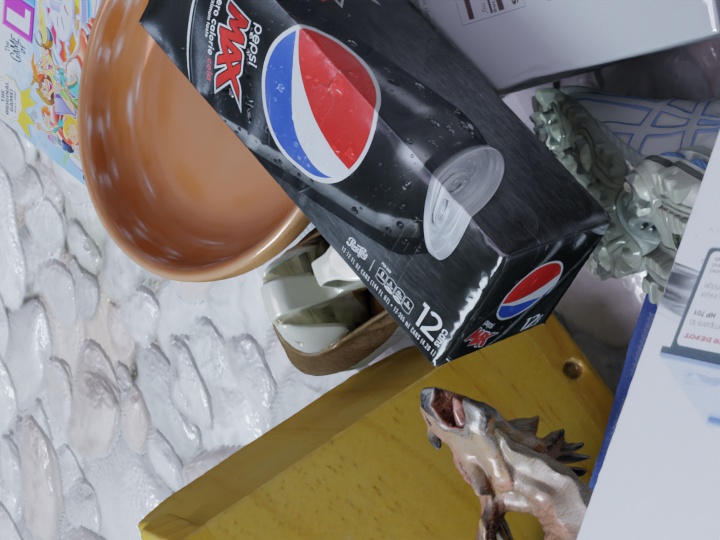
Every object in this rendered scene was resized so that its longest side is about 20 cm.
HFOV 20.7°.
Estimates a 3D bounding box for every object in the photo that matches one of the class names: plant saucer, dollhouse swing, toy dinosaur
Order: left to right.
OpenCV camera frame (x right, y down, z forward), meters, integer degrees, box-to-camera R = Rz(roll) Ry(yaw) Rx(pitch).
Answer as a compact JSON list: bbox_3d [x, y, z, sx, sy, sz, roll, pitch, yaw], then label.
[{"bbox_3d":[-0.065,-0.092,0.981,0.200,0.037,0.201,-10,76,42],"label":"plant saucer"},{"bbox_3d":[0.015,0.129,0.920,0.182,0.200,0.176,54,161,10],"label":"dollhouse swing"},{"bbox_3d":[0.091,0.142,0.788,0.135,0.086,0.201,7,103,48],"label":"toy dinosaur"}]

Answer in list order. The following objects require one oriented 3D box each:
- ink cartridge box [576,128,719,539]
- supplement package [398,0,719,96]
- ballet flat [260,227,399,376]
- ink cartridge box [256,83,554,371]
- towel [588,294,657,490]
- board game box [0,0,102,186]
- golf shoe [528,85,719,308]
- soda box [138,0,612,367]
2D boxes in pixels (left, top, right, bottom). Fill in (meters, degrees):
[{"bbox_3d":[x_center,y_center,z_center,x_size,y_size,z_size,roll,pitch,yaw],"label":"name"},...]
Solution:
[{"bbox_3d":[0.172,0.029,0.674,0.086,0.146,0.201,20,94,44],"label":"ink cartridge box"},{"bbox_3d":[0.087,-0.135,0.795,0.200,0.113,0.110,-11,95,47],"label":"supplement package"},{"bbox_3d":[0.000,0.000,0.901,0.200,0.072,0.068,-30,77,47],"label":"ballet flat"},{"bbox_3d":[0.014,-0.067,0.980,0.200,0.050,0.161,-39,72,30],"label":"ink cartridge box"},{"bbox_3d":[0.184,0.059,0.779,0.200,0.024,0.148,16,89,46],"label":"towel"},{"bbox_3d":[-0.160,-0.156,1.151,0.134,0.034,0.201,36,128,38],"label":"board game box"},{"bbox_3d":[0.137,-0.038,0.807,0.200,0.097,0.079,-135,28,-64],"label":"golf shoe"},{"bbox_3d":[0.002,-0.060,0.773,0.200,0.071,0.063,49,131,22],"label":"soda box"}]
